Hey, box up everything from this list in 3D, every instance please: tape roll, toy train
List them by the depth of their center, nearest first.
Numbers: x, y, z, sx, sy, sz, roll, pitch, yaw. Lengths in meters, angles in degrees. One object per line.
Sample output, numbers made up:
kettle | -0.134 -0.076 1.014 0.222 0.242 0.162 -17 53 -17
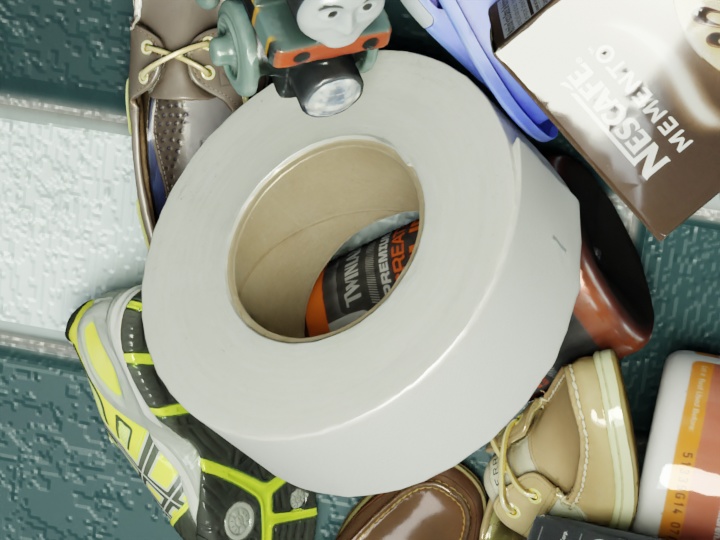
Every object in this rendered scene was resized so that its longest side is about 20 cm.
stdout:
toy train | -0.042 -0.169 1.242 0.085 0.200 0.114 -12 150 -17
tape roll | 0.000 0.000 1.257 0.202 0.203 0.071 -26 142 18

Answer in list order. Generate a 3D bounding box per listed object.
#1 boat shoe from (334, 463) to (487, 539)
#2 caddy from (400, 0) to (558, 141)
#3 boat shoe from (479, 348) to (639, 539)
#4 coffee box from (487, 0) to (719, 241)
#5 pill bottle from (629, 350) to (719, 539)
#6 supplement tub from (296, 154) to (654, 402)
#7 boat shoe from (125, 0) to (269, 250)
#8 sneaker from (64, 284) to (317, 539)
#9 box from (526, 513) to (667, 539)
boat shoe | -0.002 0.184 1.414 0.072 0.068 0.200 36 111 -2
caddy | 0.059 -0.157 1.247 0.105 0.141 0.200 -27 101 15
boat shoe | 0.093 0.103 1.312 0.066 0.074 0.200 -5 149 -5
coffee box | 0.164 -0.124 1.140 0.200 0.080 0.113 -41 104 12
pill bottle | 0.237 0.111 1.319 0.200 0.112 0.112 12 110 8
supplement tub | 0.036 0.029 1.333 0.200 0.107 0.107 -26 102 18
boat shoe | -0.083 -0.090 1.341 0.072 0.060 0.200 3 109 11
sneaker | -0.086 0.090 1.408 0.076 0.075 0.200 5 124 49
box | 0.149 0.211 1.296 0.106 0.200 0.122 9 69 33
